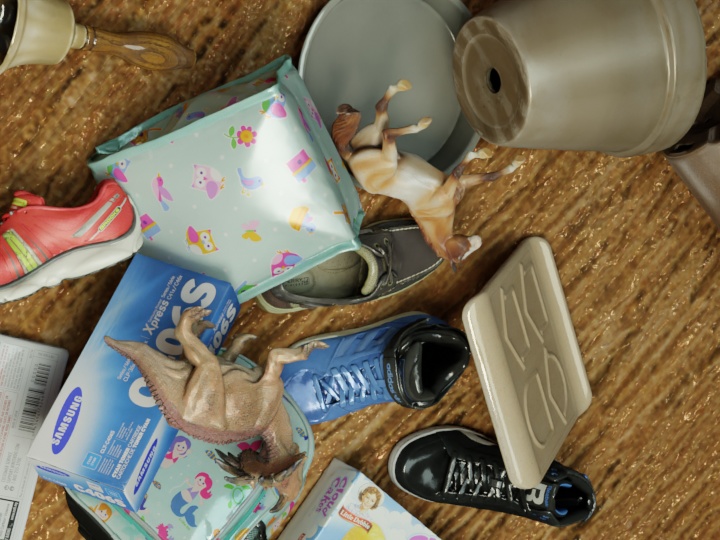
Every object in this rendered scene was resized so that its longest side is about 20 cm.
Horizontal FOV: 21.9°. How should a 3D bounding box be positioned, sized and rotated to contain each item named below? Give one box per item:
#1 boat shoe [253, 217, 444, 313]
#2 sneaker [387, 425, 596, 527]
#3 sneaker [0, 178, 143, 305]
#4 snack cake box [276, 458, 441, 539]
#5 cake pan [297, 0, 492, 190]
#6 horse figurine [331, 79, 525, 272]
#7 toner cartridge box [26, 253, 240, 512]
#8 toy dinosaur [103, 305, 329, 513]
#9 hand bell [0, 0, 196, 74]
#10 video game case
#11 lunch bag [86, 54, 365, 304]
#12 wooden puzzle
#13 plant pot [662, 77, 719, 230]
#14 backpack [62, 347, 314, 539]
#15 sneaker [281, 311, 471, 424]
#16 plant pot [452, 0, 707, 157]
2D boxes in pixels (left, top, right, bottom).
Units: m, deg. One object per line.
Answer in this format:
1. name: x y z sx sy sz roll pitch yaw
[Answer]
1. boat shoe: 0.000 0.000 1.692 0.198 0.065 0.074 -18 101 -24
2. sneaker: 0.134 0.195 1.749 0.198 0.112 0.074 10 91 -26
3. sneaker: -0.282 -0.023 1.549 0.198 0.077 0.086 -20 96 -14
4. snack cake box: 0.023 0.283 1.731 0.200 0.067 0.115 41 79 -23
5. cake pan: 0.027 -0.171 1.702 0.198 0.037 0.203 -3 96 -25
6. horse figurine: 0.048 -0.092 1.649 0.199 0.132 0.050 29 45 -20
7. toner cartridge box: -0.183 0.089 1.523 0.043 0.094 0.201 72 38 -57
8. toy dinosaur: -0.109 0.109 1.466 0.198 0.086 0.137 18 78 -24
9. hand bell: -0.226 -0.196 1.569 0.199 0.104 0.105 6 93 -38
10. video game case: -0.355 0.144 1.564 0.181 0.022 0.202 15 90 -26
11. lunch bag: -0.117 -0.065 1.598 0.198 0.122 0.171 -23 109 14
12. wooden puzzle: 0.149 0.084 1.743 0.200 0.046 0.187 -39 114 -59
13. plant pot: 0.414 -0.096 1.818 0.198 0.200 0.200 46 76 -14
14. backpack: -0.140 0.166 1.590 0.177 0.151 0.200 43 66 12
15. sneaker: 0.007 0.094 1.679 0.198 0.111 0.078 -18 103 -22
16. plant pot: 0.184 -0.189 1.676 0.172 0.199 0.202 -16 102 -30
